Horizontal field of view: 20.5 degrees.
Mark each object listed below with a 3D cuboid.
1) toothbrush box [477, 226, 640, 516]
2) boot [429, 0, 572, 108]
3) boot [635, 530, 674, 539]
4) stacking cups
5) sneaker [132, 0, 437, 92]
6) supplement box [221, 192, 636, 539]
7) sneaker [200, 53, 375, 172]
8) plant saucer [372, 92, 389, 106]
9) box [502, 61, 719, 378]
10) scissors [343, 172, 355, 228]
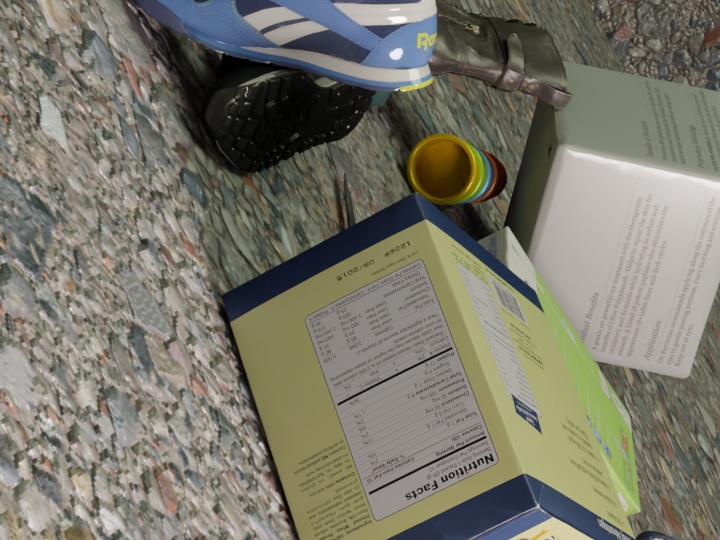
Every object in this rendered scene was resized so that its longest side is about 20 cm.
[{"bbox_3d":[0.128,0.090,1.522,0.200,0.086,0.146,57,17,-21],"label":"toothbrush box"},{"bbox_3d":[0.082,-0.210,1.724,0.174,0.069,0.200,6,40,-27],"label":"boot"},{"bbox_3d":[0.221,0.251,1.540,0.200,0.090,0.073,30,36,-62],"label":"boot"},{"bbox_3d":[0.088,-0.085,1.760,0.061,0.060,0.200,64,11,5],"label":"stacking cups"},{"bbox_3d":[-0.045,-0.172,1.257,0.074,0.200,0.082,-89,-169,-69],"label":"sneaker"},{"bbox_3d":[0.046,0.097,1.163,0.200,0.134,0.200,35,31,-59],"label":"supplement box"},{"bbox_3d":[-0.069,-0.121,1.325,0.088,0.076,0.200,34,20,16],"label":"sneaker"},{"bbox_3d":[-0.016,-0.235,1.657,0.070,0.019,0.200,123,-51,-74],"label":"plant saucer"},{"bbox_3d":[0.225,-0.048,1.758,0.200,0.171,0.199,-88,-171,-61],"label":"box"},{"bbox_3d":[0.000,0.000,1.409,0.073,0.014,0.200,53,17,-22],"label":"scissors"}]
